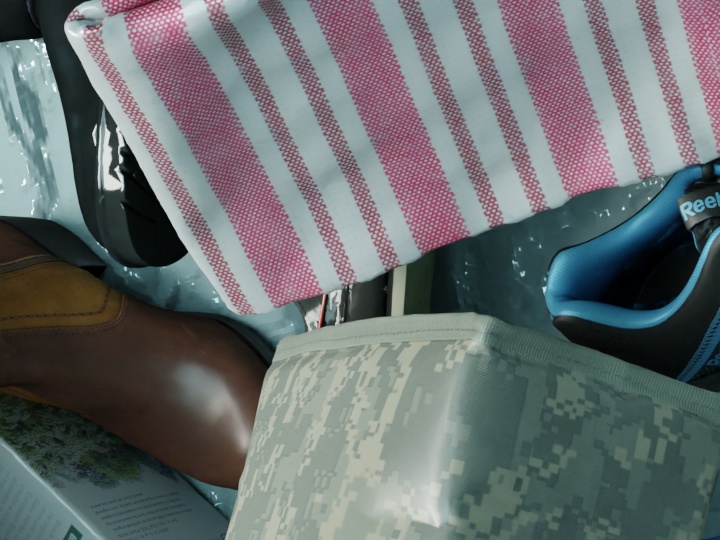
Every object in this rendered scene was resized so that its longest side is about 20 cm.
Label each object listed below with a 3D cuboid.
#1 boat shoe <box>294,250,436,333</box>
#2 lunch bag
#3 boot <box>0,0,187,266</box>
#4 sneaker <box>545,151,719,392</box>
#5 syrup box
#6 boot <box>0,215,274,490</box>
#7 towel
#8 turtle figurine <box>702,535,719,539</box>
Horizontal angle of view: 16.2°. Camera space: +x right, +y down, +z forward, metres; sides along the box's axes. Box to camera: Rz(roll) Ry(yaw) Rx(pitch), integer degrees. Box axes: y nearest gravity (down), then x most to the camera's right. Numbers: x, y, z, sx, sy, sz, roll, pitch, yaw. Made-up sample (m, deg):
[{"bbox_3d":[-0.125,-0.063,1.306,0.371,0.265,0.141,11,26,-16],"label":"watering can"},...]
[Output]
[{"bbox_3d":[-0.001,0.000,0.948,0.063,0.074,0.202,5,102,13],"label":"boat shoe"},{"bbox_3d":[0.014,0.105,0.829,0.200,0.117,0.164,-2,71,62],"label":"lunch bag"},{"bbox_3d":[-0.135,-0.103,1.020,0.162,0.073,0.199,3,90,29],"label":"boot"},{"bbox_3d":[0.153,-0.014,0.838,0.200,0.082,0.073,-34,51,29],"label":"sneaker"},{"bbox_3d":[-0.138,0.096,1.047,0.200,0.079,0.082,41,114,22],"label":"syrup box"},{"bbox_3d":[-0.138,0.037,0.968,0.188,0.200,0.069,40,114,23],"label":"boot"},{"bbox_3d":[0.024,-0.060,0.786,0.200,0.146,0.030,-20,47,8],"label":"towel"},{"bbox_3d":[0.201,0.110,0.834,0.194,0.200,0.144,12,71,8],"label":"turtle figurine"}]
